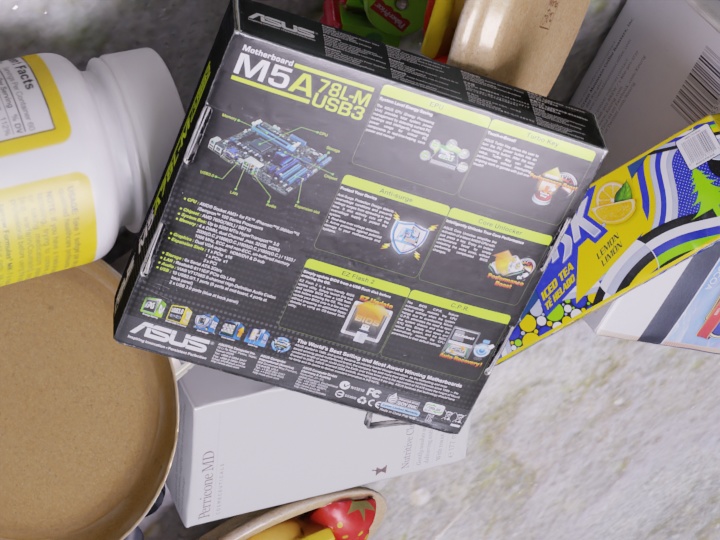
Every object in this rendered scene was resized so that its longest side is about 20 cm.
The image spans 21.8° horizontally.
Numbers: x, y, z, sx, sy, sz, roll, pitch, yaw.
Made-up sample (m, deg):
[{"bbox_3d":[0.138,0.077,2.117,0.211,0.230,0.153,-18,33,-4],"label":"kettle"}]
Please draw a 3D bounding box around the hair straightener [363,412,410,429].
[{"bbox_3d":[0.063,0.021,1.154,0.077,0.041,0.200,36,69,-8],"label":"hair straightener"}]

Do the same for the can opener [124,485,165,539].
[{"bbox_3d":[-0.200,0.113,1.145,0.063,0.079,0.200,-39,127,17],"label":"can opener"}]

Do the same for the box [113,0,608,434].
[{"bbox_3d":[-0.004,-0.022,0.954,0.200,0.048,0.193,16,119,-15],"label":"box"}]

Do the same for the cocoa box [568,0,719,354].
[{"bbox_3d":[0.211,-0.066,1.177,0.131,0.133,0.200,10,120,-35],"label":"cocoa box"}]

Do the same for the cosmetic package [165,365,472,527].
[{"bbox_3d":[-0.030,0.081,1.200,0.200,0.081,0.113,-14,134,-21],"label":"cosmetic package"}]

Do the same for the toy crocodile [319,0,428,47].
[{"bbox_3d":[0.000,-0.129,1.052,0.062,0.068,0.200,7,123,-10],"label":"toy crocodile"}]

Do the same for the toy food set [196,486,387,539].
[{"bbox_3d":[-0.066,0.212,1.274,0.198,0.049,0.200,-18,155,-28],"label":"toy food set"}]

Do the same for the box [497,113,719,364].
[{"bbox_3d":[0.137,-0.014,1.070,0.200,0.064,0.070,-30,174,21],"label":"box"}]

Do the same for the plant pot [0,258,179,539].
[{"bbox_3d":[-0.195,0.073,1.055,0.200,0.200,0.027,-45,178,11],"label":"plant pot"}]

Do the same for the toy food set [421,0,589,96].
[{"bbox_3d":[0.084,-0.152,1.017,0.200,0.049,0.198,-36,147,-60],"label":"toy food set"}]

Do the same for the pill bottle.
[{"bbox_3d":[-0.193,-0.048,0.973,0.200,0.114,0.114,-15,133,-18],"label":"pill bottle"}]

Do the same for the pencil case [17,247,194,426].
[{"bbox_3d":[-0.104,0.019,1.101,0.200,0.090,0.078,-37,180,2],"label":"pencil case"}]
